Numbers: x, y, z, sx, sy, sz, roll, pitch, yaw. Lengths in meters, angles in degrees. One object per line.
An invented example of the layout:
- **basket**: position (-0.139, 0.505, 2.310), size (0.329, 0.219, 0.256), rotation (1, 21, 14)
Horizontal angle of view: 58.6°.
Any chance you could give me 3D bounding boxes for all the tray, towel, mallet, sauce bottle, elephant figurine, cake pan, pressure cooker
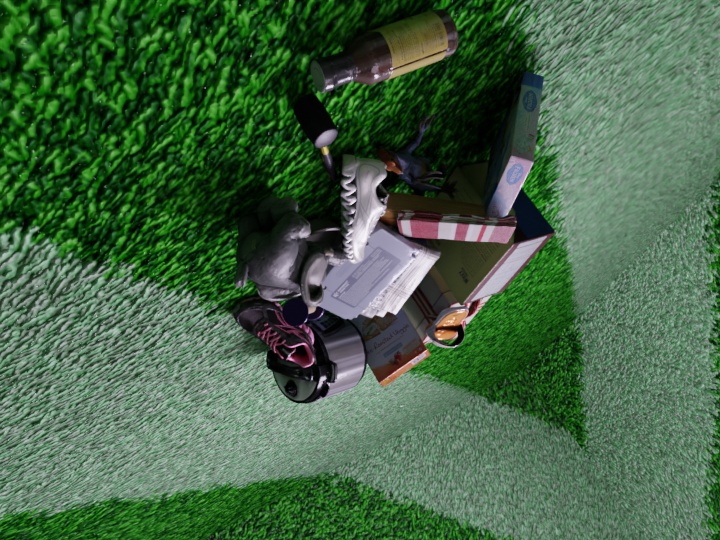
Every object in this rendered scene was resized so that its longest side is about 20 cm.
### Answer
- **tray**: position (0.112, -0.099, 1.144), size (0.195, 0.038, 0.099), rotation (7, 168, -14)
- **towel**: position (0.163, -0.075, 1.107), size (0.195, 0.023, 0.144), rotation (4, 171, 7)
- **mallet**: position (-0.058, -0.185, 0.924), size (0.041, 0.067, 0.200), rotation (-30, 172, -3)
- **sauce bottle**: position (0.030, -0.277, 0.817), size (0.197, 0.065, 0.065), rotation (-25, 156, -21)
- **elephant figurine**: position (-0.100, -0.006, 1.002), size (0.154, 0.142, 0.201), rotation (-35, 133, 0)
- **towel**: position (0.036, 0.014, 1.252), size (0.190, 0.035, 0.201), rotation (16, 125, -39)
- **cake pan**: position (-0.105, -0.021, 1.161), size (0.198, 0.037, 0.201), rotation (-28, 156, -13)
- **pressure cooker**: position (-0.101, 0.197, 1.409), size (0.198, 0.181, 0.176), rotation (-8, 149, -47)

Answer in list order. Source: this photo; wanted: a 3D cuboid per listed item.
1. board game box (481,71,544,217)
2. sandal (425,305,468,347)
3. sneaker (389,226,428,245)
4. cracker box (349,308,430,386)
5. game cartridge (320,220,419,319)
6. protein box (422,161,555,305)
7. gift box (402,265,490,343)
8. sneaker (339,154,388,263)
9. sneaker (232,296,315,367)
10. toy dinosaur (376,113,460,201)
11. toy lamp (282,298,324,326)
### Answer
- **board game box**: position (0.264, -0.204, 1.135), size (0.042, 0.202, 0.201), rotation (14, 148, 1)
- **sandal**: position (0.187, 0.133, 1.378), size (0.077, 0.061, 0.207), rotation (-6, 159, -5)
- **sneaker**: position (0.066, -0.046, 1.283), size (0.197, 0.076, 0.078), rotation (-7, 143, -38)
- **cracker box**: position (0.052, 0.142, 1.477), size (0.133, 0.202, 0.058), rotation (-34, 156, 2)
- **game cartridge**: position (0.000, 0.000, 1.182), size (0.132, 0.041, 0.200), rotation (27, 117, -41)
- **protein box**: position (0.245, -0.078, 1.312), size (0.133, 0.200, 0.201), rotation (-13, 150, -36)
- **gift box**: position (0.184, 0.058, 1.510), size (0.197, 0.188, 0.186), rotation (-21, 154, -30)
- **sneaker**: position (0.005, -0.093, 1.041), size (0.079, 0.076, 0.203), rotation (-2, 133, -3)
- **sneaker**: position (-0.158, 0.124, 1.234), size (0.199, 0.096, 0.079), rotation (34, 110, -34)
- **toy dinosaur**: position (0.085, -0.160, 1.091), size (0.178, 0.107, 0.200), rotation (5, 148, -31)
- **toy lamp**: position (-0.107, 0.074, 1.267), size (0.058, 0.059, 0.200), rotation (-35, 175, 5)
